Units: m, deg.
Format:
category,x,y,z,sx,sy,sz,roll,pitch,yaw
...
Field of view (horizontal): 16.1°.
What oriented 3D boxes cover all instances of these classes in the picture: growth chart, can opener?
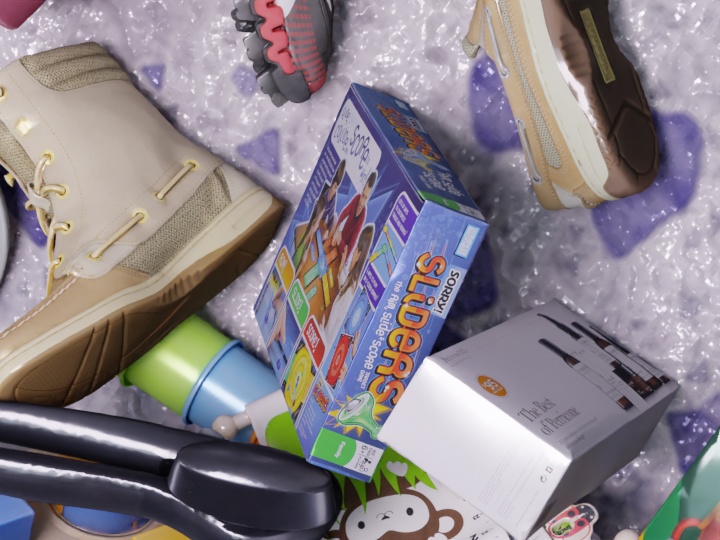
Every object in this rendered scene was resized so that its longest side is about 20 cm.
category,x,y,z,sx,sy,sz,roll,pitch,yaw
growth chart,0.024,0.109,1.248,0.144,0.018,0.200,-31,50,-14
can opener,-0.104,0.092,1.198,0.199,0.063,0.079,12,130,10

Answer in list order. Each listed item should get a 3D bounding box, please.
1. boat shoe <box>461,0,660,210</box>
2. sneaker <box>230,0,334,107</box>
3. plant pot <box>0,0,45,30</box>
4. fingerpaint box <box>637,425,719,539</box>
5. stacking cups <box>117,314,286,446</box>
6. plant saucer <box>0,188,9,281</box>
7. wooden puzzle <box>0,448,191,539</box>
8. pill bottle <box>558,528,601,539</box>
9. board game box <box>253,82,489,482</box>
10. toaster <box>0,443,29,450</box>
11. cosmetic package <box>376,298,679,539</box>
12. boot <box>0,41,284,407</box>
category,x,y,z,sx,sy,sz,roll,pitch,yaw
boat shoe,0.080,-0.125,1.252,0.076,0.072,0.201,-16,89,37
sneaker,-0.026,-0.181,1.275,0.097,0.071,0.201,-11,112,-8
plant pot,-0.184,-0.252,1.276,0.179,0.200,0.200,-45,80,4
fingerpaint box,0.177,0.125,1.170,0.073,0.200,0.167,37,108,13
stacking cups,-0.065,0.073,1.331,0.200,0.060,0.061,36,107,12
plant saucer,-0.288,-0.013,1.352,0.199,0.050,0.201,-1,127,-1
wooden puzzle,-0.133,0.138,1.207,0.200,0.185,0.046,35,127,35
pill bottle,0.034,0.201,1.278,0.199,0.114,0.115,-21,89,21
board game box,0.000,0.000,1.229,0.034,0.200,0.136,20,105,-16
toaster,-0.251,0.174,1.380,0.199,0.119,0.182,5,97,20
cosmetic package,0.084,0.065,1.197,0.082,0.200,0.051,33,107,13
boot,-0.155,-0.026,1.291,0.155,0.200,0.073,43,145,12
